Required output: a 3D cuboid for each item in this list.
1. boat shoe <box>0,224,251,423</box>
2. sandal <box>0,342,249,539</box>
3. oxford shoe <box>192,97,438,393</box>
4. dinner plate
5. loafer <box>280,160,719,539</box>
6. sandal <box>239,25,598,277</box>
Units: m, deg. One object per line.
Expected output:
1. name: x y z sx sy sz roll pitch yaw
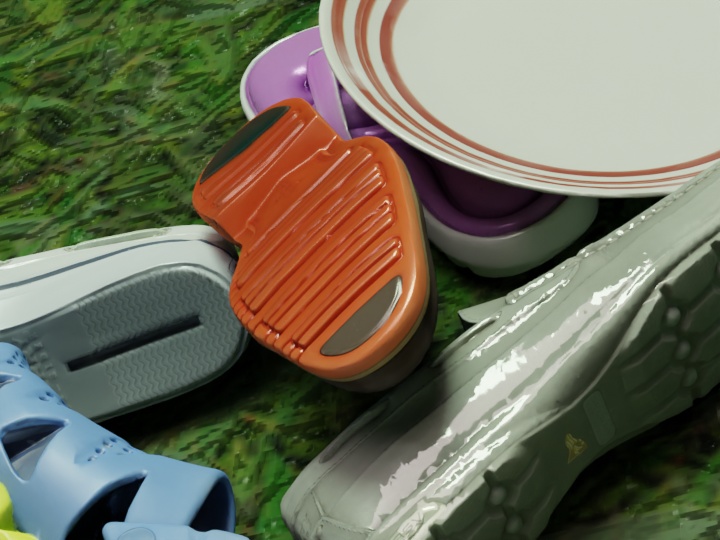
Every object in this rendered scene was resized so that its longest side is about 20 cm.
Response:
1. boat shoe: -0.131 0.035 0.896 0.198 0.074 0.067 -13 19 3
2. sandal: -0.076 0.088 0.789 0.087 0.080 0.200 -28 45 -11
3. oxford shoe: 0.000 0.000 0.818 0.071 0.073 0.200 -41 21 5
4. dinner plate: 0.084 -0.083 0.910 0.198 0.024 0.201 2 39 -2
5. loafer: 0.059 0.028 0.787 0.200 0.070 0.070 -39 48 -18
6. sandal: 0.020 -0.063 0.935 0.082 0.050 0.202 -37 38 -17
